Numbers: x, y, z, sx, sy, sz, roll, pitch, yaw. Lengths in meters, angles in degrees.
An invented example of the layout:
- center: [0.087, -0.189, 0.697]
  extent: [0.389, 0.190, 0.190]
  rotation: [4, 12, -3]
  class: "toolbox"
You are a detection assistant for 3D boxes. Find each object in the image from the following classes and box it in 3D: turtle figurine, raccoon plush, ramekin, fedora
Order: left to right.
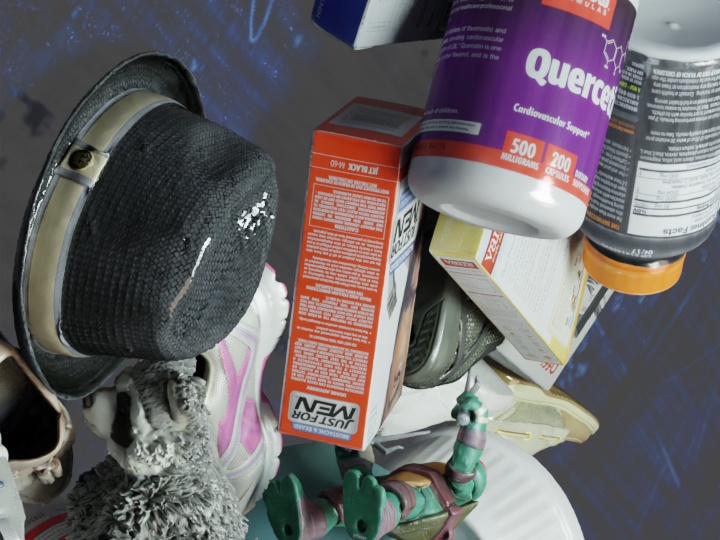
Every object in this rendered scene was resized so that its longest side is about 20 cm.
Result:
- center: [-0.104, -0.017, 1.032]
  extent: [0.200, 0.091, 0.202]
  rotation: [16, 90, -70]
  class: "fedora"
- center: [-0.086, 0.120, 1.145]
  extent: [0.199, 0.097, 0.135]
  rotation: [18, 112, -39]
  class: "raccoon plush"
- center: [0.034, 0.138, 1.277]
  extent: [0.149, 0.101, 0.199]
  rotation: [-31, 171, 36]
  class: "turtle figurine"
- center: [0.070, 0.230, 1.482]
  extent: [0.094, 0.202, 0.204]
  rotation: [-21, 135, -52]
  class: "ramekin"

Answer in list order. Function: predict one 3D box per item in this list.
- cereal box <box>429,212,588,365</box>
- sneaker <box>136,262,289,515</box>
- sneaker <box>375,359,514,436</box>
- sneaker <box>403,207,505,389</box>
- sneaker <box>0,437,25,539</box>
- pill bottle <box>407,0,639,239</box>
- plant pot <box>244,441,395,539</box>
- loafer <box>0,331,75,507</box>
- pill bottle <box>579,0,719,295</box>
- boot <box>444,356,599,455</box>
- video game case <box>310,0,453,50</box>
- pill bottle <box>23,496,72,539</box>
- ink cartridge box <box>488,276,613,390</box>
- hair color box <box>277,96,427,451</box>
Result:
- center: [0.114, -0.037, 1.302]
  extent: [0.200, 0.039, 0.145]
  rotation: [46, 57, -57]
  class: "cereal box"
- center: [-0.105, 0.083, 1.209]
  extent: [0.088, 0.081, 0.201]
  rotation: [-26, 131, -41]
  class: "sneaker"
- center: [0.039, 0.097, 1.462]
  extent: [0.199, 0.075, 0.089]
  rotation: [12, 121, -53]
  class: "sneaker"
- center: [0.070, -0.008, 1.364]
  extent: [0.114, 0.076, 0.201]
  rotation: [35, 69, -67]
  class: "sneaker"
- center: [-0.229, 0.169, 1.054]
  extent: [0.074, 0.082, 0.201]
  rotation: [-18, 152, -27]
  class: "sneaker"
- center: [0.104, -0.127, 1.155]
  extent: [0.112, 0.112, 0.202]
  rotation: [27, 77, -61]
  class: "pill bottle"
- center: [-0.046, 0.215, 1.370]
  extent: [0.200, 0.141, 0.142]
  rotation: [-32, 144, -52]
  class: "plant pot"
- center: [-0.200, 0.087, 1.071]
  extent: [0.072, 0.063, 0.201]
  rotation: [-46, 149, -20]
  class: "loafer"
- center: [0.195, -0.082, 1.271]
  extent: [0.106, 0.106, 0.201]
  rotation: [-31, 139, -38]
  class: "pill bottle"
- center: [0.119, 0.160, 1.631]
  extent: [0.200, 0.072, 0.155]
  rotation: [24, 97, -56]
  class: "boot"
- center: [0.065, -0.242, 1.174]
  extent: [0.181, 0.045, 0.201]
  rotation: [-13, 129, -51]
  class: "video game case"
- center: [-0.150, 0.235, 1.153]
  extent: [0.112, 0.199, 0.113]
  rotation: [-37, 145, -31]
  class: "pill bottle"
- center: [0.149, -0.021, 1.483]
  extent: [0.201, 0.084, 0.144]
  rotation: [-56, 152, -1]
  class: "ink cartridge box"
- center: [0.000, 0.000, 1.218]
  extent: [0.111, 0.063, 0.202]
  rotation: [-49, 149, -68]
  class: "hair color box"
